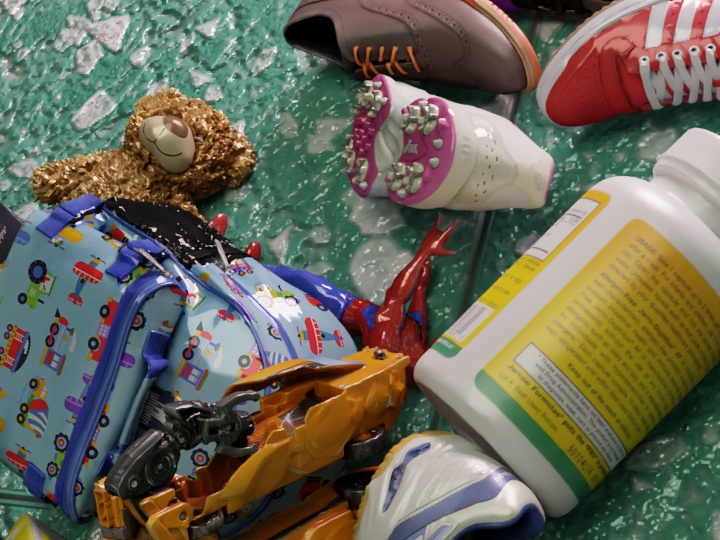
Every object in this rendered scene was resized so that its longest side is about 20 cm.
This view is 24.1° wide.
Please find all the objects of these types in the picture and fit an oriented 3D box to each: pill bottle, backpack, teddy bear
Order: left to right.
[{"bbox_3d":[-0.160,-0.035,1.105,0.200,0.067,0.145,-36,53,2],"label":"teddy bear"},{"bbox_3d":[-0.107,0.071,0.951,0.200,0.134,0.183,32,102,29],"label":"backpack"},{"bbox_3d":[0.134,0.023,0.889,0.200,0.113,0.113,-45,51,-6],"label":"pill bottle"}]

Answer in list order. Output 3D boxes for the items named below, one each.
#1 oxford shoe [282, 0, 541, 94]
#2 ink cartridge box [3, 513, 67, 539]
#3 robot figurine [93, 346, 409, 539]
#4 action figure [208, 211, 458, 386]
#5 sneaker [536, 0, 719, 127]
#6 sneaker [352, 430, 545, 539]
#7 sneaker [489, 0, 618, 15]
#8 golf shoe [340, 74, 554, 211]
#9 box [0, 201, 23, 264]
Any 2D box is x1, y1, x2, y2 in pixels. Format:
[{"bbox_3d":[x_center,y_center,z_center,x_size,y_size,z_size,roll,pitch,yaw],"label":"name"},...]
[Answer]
[{"bbox_3d":[0.031,-0.139,1.068,0.072,0.071,0.200,-40,38,-23],"label":"oxford shoe"},{"bbox_3d":[-0.203,0.231,0.828,0.198,0.047,0.200,-53,13,-5],"label":"ink cartridge box"},{"bbox_3d":[-0.052,0.117,0.848,0.199,0.146,0.058,-21,21,-39],"label":"robot figurine"},{"bbox_3d":[0.000,0.000,1.001,0.200,0.065,0.099,30,85,38],"label":"action figure"},{"bbox_3d":[0.205,-0.113,0.969,0.199,0.071,0.113,-26,48,7],"label":"sneaker"},{"bbox_3d":[0.022,0.182,0.834,0.088,0.075,0.201,26,96,45],"label":"sneaker"},{"bbox_3d":[0.135,-0.193,1.057,0.199,0.070,0.100,-22,54,13],"label":"sneaker"},{"bbox_3d":[0.047,-0.068,1.007,0.200,0.091,0.076,-138,62,-69],"label":"golf shoe"},{"bbox_3d":[-0.358,-0.012,1.107,0.124,0.197,0.201,15,68,35],"label":"box"}]
